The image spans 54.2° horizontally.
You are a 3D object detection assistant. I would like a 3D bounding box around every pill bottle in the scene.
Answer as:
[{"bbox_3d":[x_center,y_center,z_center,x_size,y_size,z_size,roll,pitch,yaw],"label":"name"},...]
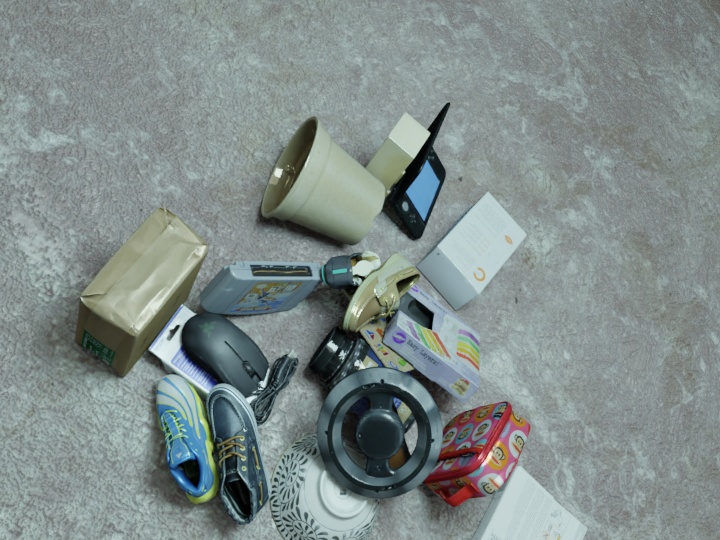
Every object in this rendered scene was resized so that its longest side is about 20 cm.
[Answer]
[{"bbox_3d":[0.010,0.192,1.221,0.198,0.112,0.113,38,58,-6],"label":"pill bottle"}]

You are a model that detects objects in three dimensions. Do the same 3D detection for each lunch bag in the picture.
[{"bbox_3d":[0.186,0.320,1.196,0.082,0.199,0.177,43,57,-6],"label":"lunch bag"}]

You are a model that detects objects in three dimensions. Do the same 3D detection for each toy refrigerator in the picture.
[{"bbox_3d":[0.056,-0.205,1.365,0.069,0.200,0.077,37,57,-4],"label":"toy refrigerator"}]

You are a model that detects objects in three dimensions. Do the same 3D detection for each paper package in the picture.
[{"bbox_3d":[-0.337,0.037,1.075,0.103,0.200,0.192,37,57,-5],"label":"paper package"}]

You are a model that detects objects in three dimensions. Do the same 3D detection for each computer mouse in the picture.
[{"bbox_3d":[-0.199,0.138,1.139,0.198,0.053,0.140,38,58,-6],"label":"computer mouse"}]

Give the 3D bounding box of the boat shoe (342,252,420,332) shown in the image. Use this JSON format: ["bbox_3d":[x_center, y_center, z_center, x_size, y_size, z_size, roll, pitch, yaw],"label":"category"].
[{"bbox_3d":[0.040,0.042,1.217,0.065,0.075,0.200,29,48,17],"label":"boat shoe"}]

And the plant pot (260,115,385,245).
[{"bbox_3d":[-0.059,-0.148,1.307,0.180,0.199,0.205,28,58,-23],"label":"plant pot"}]

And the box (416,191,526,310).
[{"bbox_3d":[0.227,-0.041,1.433,0.125,0.097,0.200,46,57,0],"label":"box"}]

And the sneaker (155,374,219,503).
[{"bbox_3d":[-0.264,0.249,1.066,0.074,0.105,0.204,-23,78,-11],"label":"sneaker"}]

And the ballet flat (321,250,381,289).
[{"bbox_3d":[0.000,0.000,1.252,0.074,0.072,0.199,59,21,9],"label":"ballet flat"}]

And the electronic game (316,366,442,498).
[{"bbox_3d":[0.029,0.249,1.079,0.193,0.042,0.207,0,97,3],"label":"electronic game"}]

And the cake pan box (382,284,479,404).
[{"bbox_3d":[0.132,0.122,1.295,0.198,0.053,0.185,38,24,-6],"label":"cake pan box"}]

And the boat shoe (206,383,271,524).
[{"bbox_3d":[-0.190,0.277,1.072,0.069,0.091,0.206,-20,92,7],"label":"boat shoe"}]

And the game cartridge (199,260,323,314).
[{"bbox_3d":[-0.164,0.031,1.189,0.196,0.133,0.042,0,57,-41],"label":"game cartridge"}]

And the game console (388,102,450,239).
[{"bbox_3d":[0.143,-0.196,1.410,0.177,0.114,0.203,52,49,-34],"label":"game console"}]

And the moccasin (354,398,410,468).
[{"bbox_3d":[0.032,0.266,1.150,0.075,0.074,0.206,-16,115,4],"label":"moccasin"}]

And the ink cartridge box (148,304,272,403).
[{"bbox_3d":[-0.245,0.156,1.162,0.198,0.039,0.100,39,58,-6],"label":"ink cartridge box"}]

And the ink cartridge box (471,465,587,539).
[{"bbox_3d":[0.297,0.490,1.262,0.175,0.045,0.201,41,58,-2],"label":"ink cartridge box"}]

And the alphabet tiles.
[{"bbox_3d":[0.044,0.098,1.276,0.165,0.008,0.201,-3,49,-55],"label":"alphabet tiles"}]

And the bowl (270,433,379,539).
[{"bbox_3d":[-0.040,0.356,1.136,0.195,0.094,0.207,10,64,-21],"label":"bowl"}]
